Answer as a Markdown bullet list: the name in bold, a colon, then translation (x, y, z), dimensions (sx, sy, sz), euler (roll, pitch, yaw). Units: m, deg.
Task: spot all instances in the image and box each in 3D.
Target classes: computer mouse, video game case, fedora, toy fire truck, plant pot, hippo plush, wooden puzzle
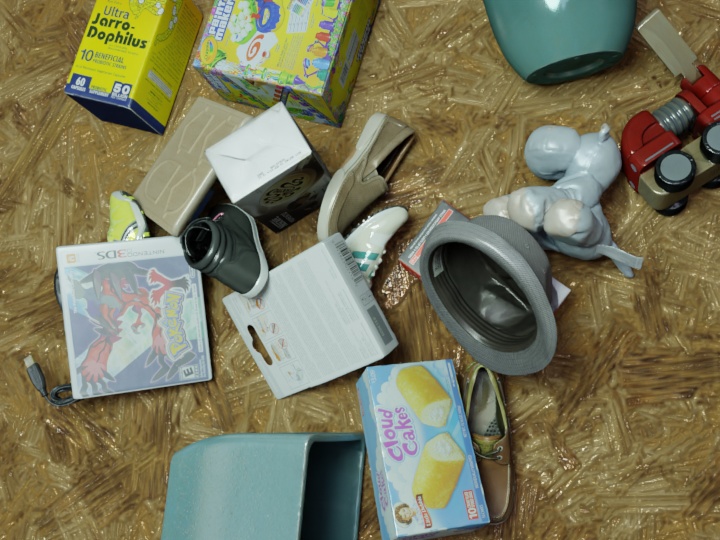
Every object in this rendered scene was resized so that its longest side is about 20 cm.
- **computer mouse**: translation (-0.402, 0.090, 1.079), dimensions (0.140, 0.046, 0.201), euler (-21, 83, -20)
- **video game case**: translation (-0.299, 0.059, 1.029), dimensions (0.181, 0.023, 0.202), euler (-6, 94, -15)
- **fedora**: translation (0.162, 0.015, 0.898), dimensions (0.090, 0.177, 0.200), euler (-40, 95, -33)
- **toy fire truck**: translation (0.391, -0.202, 0.966), dimensions (0.175, 0.129, 0.201), euler (-33, 64, 4)
- **plant pot**: translation (0.255, -0.332, 0.977), dimensions (0.199, 0.201, 0.162), euler (-11, 89, 9)
- **plant pot**: translation (-0.124, 0.286, 0.934), dimensions (0.199, 0.196, 0.197), euler (3, 80, 20)
- **hippo plush**: translation (0.262, -0.105, 0.944), dimensions (0.199, 0.159, 0.162), euler (15, 83, 14)
- **wooden puzzle**: translation (-0.227, -0.142, 1.062), dimensions (0.186, 0.046, 0.200), euler (-57, 36, -3)

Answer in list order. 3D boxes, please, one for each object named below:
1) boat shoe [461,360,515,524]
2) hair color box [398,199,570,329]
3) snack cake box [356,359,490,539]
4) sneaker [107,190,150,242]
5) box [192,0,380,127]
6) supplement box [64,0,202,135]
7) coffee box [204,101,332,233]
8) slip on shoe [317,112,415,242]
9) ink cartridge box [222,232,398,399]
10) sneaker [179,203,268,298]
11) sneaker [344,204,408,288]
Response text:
- **boat shoe**: translation (0.151, 0.212, 0.952), dimensions (0.071, 0.068, 0.201), euler (-7, 79, 8)
- **hair color box**: translation (0.157, 0.010, 0.993), dimensions (0.200, 0.061, 0.102), euler (36, 87, 14)
- **snack cake box**: translation (0.070, 0.215, 0.927), dimensions (0.114, 0.067, 0.201), euler (-3, 64, -16)
- **sneaker**: translation (-0.328, -0.012, 1.062), dimensions (0.076, 0.075, 0.201), euler (-8, 82, -24)
- **box**: translation (-0.098, -0.332, 1.074), dimensions (0.191, 0.122, 0.201), euler (16, 84, 13)
- **supplement box**: translation (-0.325, -0.318, 1.120), dimensions (0.108, 0.110, 0.201), euler (14, 82, 13)
- **coffee box**: translation (-0.106, -0.125, 0.996), dimensions (0.113, 0.200, 0.080), euler (-32, 79, 3)
- **slip on shoe**: translation (0.008, -0.118, 1.035), dimensions (0.060, 0.076, 0.201), euler (23, 72, 19)
- **ink cartridge box**: translation (-0.068, 0.065, 0.997), dimensions (0.199, 0.047, 0.161), euler (-27, 94, 36)
- **sneaker**: translation (-0.189, -0.050, 1.011), dimensions (0.071, 0.099, 0.200), euler (-47, 39, 12)
- **sneaker**: translation (0.000, 0.000, 1.027), dimensions (0.199, 0.070, 0.094), euler (-39, 87, 4)
